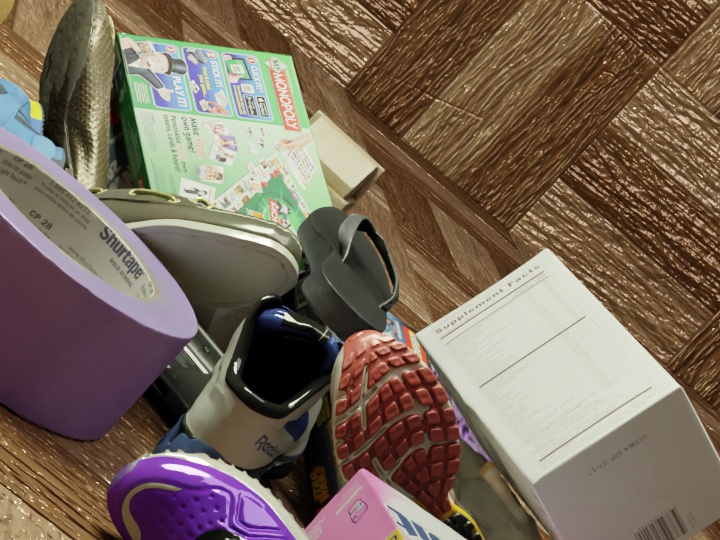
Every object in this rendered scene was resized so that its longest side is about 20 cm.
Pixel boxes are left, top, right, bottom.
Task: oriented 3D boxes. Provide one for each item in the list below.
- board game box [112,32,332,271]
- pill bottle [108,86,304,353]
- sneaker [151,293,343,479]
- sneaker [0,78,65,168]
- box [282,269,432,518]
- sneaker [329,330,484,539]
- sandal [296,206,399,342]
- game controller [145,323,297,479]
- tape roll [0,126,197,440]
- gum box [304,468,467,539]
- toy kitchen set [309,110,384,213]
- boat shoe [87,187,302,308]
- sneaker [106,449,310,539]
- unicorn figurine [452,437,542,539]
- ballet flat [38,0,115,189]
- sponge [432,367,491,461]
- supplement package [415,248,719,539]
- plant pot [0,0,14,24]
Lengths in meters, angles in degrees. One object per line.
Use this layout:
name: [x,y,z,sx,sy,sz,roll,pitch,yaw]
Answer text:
board game box: [-0.096,-0.084,1.715,0.135,0.029,0.200,7,43,-22]
pill bottle: [-0.125,-0.034,1.765,0.200,0.120,0.120,48,11,32]
sneaker: [-0.048,0.066,1.519,0.081,0.115,0.199,38,23,0]
sneaker: [-0.251,-0.084,1.661,0.078,0.066,0.200,30,12,-24]
box: [0.009,0.110,1.687,0.137,0.040,0.200,33,38,-46]
sneaker: [0.018,0.124,1.502,0.082,0.078,0.200,43,-29,57]
sandal: [0.000,0.001,1.572,0.076,0.043,0.200,44,10,-14]
game controller: [-0.122,0.063,1.624,0.200,0.042,0.104,47,25,27]
tape roll: [-0.196,0.001,1.430,0.200,0.085,0.200,42,9,-8]
gum box: [0.064,0.213,1.434,0.200,0.066,0.114,37,10,-33]
toy kitchen set: [-0.067,-0.029,1.853,0.200,0.163,0.180,43,9,5]
boat shoe: [-0.121,-0.020,1.556,0.202,0.060,0.072,1,-47,30]
sneaker: [-0.053,0.174,1.285,0.200,0.070,0.100,41,14,-3]
unicorn figurine: [0.083,0.168,1.613,0.137,0.074,0.200,54,15,-37]
ballet flat: [-0.193,-0.102,1.726,0.046,0.067,0.200,19,57,-32]
sponge: [0.067,0.125,1.807,0.200,0.030,0.112,-167,-109,-83]
supplement package: [0.137,0.094,1.582,0.110,0.114,0.200,59,-4,-33]
plant pot: [-0.337,-0.242,1.725,0.200,0.186,0.186,52,4,-29]
